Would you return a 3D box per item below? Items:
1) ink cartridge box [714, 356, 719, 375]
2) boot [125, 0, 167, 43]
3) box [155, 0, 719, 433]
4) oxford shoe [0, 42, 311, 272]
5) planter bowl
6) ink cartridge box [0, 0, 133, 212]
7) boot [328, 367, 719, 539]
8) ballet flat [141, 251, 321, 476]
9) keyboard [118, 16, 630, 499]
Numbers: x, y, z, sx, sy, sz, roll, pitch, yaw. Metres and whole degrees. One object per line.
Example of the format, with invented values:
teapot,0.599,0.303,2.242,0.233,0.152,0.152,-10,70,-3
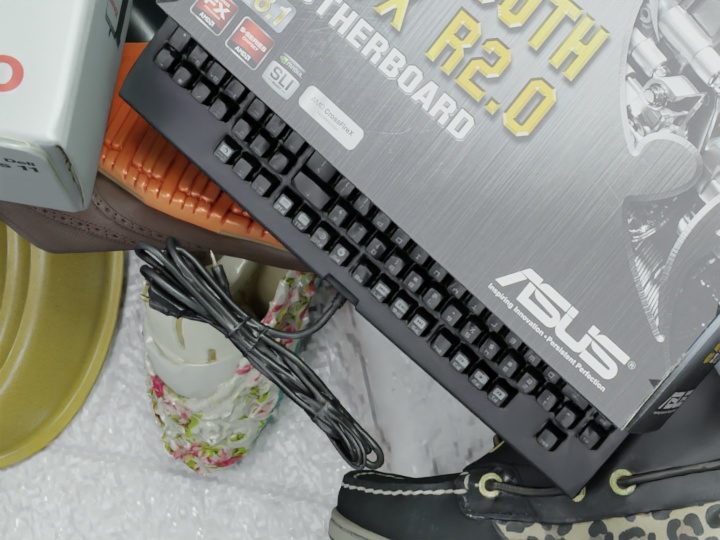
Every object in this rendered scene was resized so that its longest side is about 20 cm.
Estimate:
ink cartridge box,0.187,0.006,0.829,0.162,0.050,0.200,-36,71,14
boot,-0.149,-0.119,1.062,0.076,0.168,0.200,-44,66,31
box,0.061,-0.075,0.834,0.200,0.048,0.158,44,103,17
oxford shoe,-0.079,-0.037,1.001,0.200,0.071,0.073,22,142,17
planter bowl,-0.196,-0.013,1.165,0.200,0.083,0.201,3,95,39
ink cartridge box,-0.144,-0.131,0.940,0.146,0.083,0.201,10,76,5
boot,0.080,0.035,0.950,0.203,0.073,0.154,3,91,39
ballet flat,-0.046,-0.010,1.053,0.076,0.064,0.200,39,117,32
keyboard,0.000,0.000,0.910,0.200,0.021,0.127,42,115,9
